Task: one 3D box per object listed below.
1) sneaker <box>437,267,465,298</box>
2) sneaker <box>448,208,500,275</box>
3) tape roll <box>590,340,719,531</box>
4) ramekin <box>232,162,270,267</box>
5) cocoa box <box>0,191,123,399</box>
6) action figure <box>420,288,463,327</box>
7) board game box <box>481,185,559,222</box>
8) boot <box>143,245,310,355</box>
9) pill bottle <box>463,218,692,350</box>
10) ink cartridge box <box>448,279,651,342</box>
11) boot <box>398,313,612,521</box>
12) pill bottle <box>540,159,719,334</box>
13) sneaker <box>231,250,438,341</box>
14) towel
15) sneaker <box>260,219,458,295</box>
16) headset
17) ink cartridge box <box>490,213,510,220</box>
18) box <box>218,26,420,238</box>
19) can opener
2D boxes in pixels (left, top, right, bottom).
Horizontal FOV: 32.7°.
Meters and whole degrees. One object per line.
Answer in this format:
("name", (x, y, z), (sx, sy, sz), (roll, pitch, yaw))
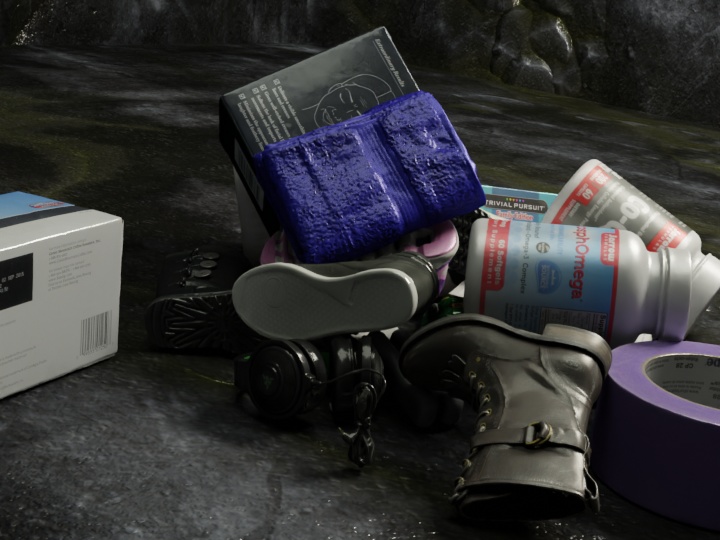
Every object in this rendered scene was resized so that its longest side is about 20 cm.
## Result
("sneaker", (0.047, 0.013, 1.363), (0.197, 0.081, 0.073), (15, -13, -29))
("sneaker", (0.163, -0.009, 1.262), (0.198, 0.071, 0.093), (23, -1, 41))
("tape roll", (0.290, 0.131, 1.000), (0.196, 0.087, 0.200), (5, 16, -1))
("ramekin", (-0.100, -0.094, 1.441), (0.092, 0.206, 0.203), (-7, 17, -5))
("cocoa box", (-0.317, 0.019, 1.054), (0.129, 0.136, 0.199), (13, 17, 26))
("action figure", (0.100, 0.055, 1.252), (0.116, 0.056, 0.200), (4, 12, 0))
("board game box", (0.142, -0.062, 1.514), (0.149, 0.048, 0.199), (5, -9, -23))
("boot", (-0.129, 0.028, 1.246), (0.162, 0.067, 0.200), (7, 12, -4))
("pill bottle", (0.195, 0.014, 1.114), (0.196, 0.111, 0.109), (5, 15, 8))
("ink cartridge box", (0.195, 0.055, 1.240), (0.197, 0.051, 0.161), (15, 13, 14))
("boot", (0.099, 0.116, 0.945), (0.197, 0.070, 0.175), (-3, 38, 27))
("pill bottle", (0.306, -0.022, 1.368), (0.199, 0.115, 0.114), (38, 26, 15))
("sneaker", (-0.017, 0.023, 1.112), (0.197, 0.072, 0.099), (-2, 6, 31))
("towel", (0.008, -0.093, 1.188), (0.197, 0.050, 0.149), (-23, 62, -15))
("sneaker", (0.000, 0.000, 1.217), (0.196, 0.089, 0.081), (-2, 47, 5))
("headset", (-0.034, 0.104, 1.035), (0.121, 0.096, 0.199), (-1, 2, -24))
("ink cartridge box", (0.147, -0.013, 1.406), (0.195, 0.044, 0.200), (18, -14, 17))
("box", (-0.032, -0.138, 1.295), (0.198, 0.150, 0.107), (-25, -16, -14))
("can opener", (0.028, 0.083, 1.121), (0.052, 0.068, 0.200), (-5, 28, -28))
